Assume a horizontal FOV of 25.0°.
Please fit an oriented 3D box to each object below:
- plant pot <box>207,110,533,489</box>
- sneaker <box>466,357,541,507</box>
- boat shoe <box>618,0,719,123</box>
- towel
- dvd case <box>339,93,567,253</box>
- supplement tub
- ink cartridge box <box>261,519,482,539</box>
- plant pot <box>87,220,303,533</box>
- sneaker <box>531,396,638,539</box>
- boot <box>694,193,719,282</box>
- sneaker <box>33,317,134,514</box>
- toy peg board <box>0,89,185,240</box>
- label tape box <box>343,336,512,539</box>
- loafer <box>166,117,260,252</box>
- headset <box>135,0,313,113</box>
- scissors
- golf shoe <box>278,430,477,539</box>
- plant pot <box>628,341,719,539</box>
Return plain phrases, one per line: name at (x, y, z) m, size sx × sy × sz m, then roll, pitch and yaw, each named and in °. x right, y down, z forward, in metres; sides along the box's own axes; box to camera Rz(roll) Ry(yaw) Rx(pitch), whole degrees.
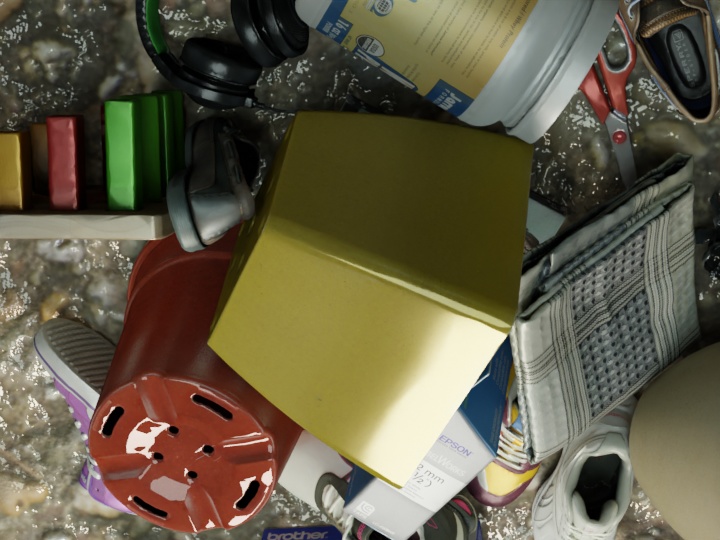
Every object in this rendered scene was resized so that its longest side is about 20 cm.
plant pot at (0.000, 0.000, 1.179) m, size 0.175 × 0.201 × 0.201 m, roll 22°, pitch 132°, yaw -10°
sneaker at (0.130, 0.125, 1.338) m, size 0.074 × 0.090 × 0.201 m, roll 16°, pitch 117°, yaw -1°
boat shoe at (0.221, -0.199, 1.177) m, size 0.072 × 0.073 × 0.201 m, roll -26°, pitch 110°, yaw 19°
towel at (0.191, 0.032, 1.231) m, size 0.192 × 0.034 × 0.201 m, roll -32°, pitch 134°, yaw -21°
dvd case at (0.046, -0.035, 1.310) m, size 0.199 × 0.022 × 0.147 m, roll 28°, pitch 116°, yaw -5°
supplement tub at (0.069, -0.194, 1.157) m, size 0.199 × 0.145 × 0.145 m, roll 31°, pitch 116°, yaw -6°
ink cartridge box at (0.007, 0.266, 1.421) m, size 0.198 × 0.094 × 0.045 m, roll -4°, pitch 116°, yaw 10°
plant pot at (-0.116, 0.089, 1.283) m, size 0.199 × 0.196 × 0.202 m, roll 5°, pitch 123°, yaw 8°
sneaker at (0.186, 0.202, 1.362) m, size 0.077 × 0.100 × 0.202 m, roll 8°, pitch 117°, yaw 4°
boot at (0.366, -0.040, 1.236) m, size 0.197 × 0.073 × 0.164 m, roll 19°, pitch 115°, yaw 6°
sneaker at (-0.229, 0.139, 1.406) m, size 0.114 × 0.073 × 0.201 m, roll -37°, pitch 106°, yaw 25°
toy peg board at (-0.224, -0.085, 1.237) m, size 0.197 × 0.200 × 0.099 m, roll 1°, pitch 99°, yaw 8°
label tape box at (0.073, 0.102, 1.281) m, size 0.066 × 0.144 × 0.200 m, roll 33°, pitch 129°, yaw -14°
loafer at (-0.098, -0.068, 1.215) m, size 0.062 × 0.200 × 0.072 m, roll -15°, pitch 111°, yaw 9°
headset at (-0.082, -0.169, 1.236) m, size 0.123 × 0.094 × 0.200 m, roll -41°, pitch 83°, yaw 22°
scissors at (0.203, -0.117, 1.252) m, size 0.073 × 0.014 × 0.201 m, roll -26°, pitch 108°, yaw 17°
golf shoe at (-0.001, 0.192, 1.375) m, size 0.199 × 0.088 × 0.078 m, roll 21°, pitch 114°, yaw 20°
plant pot at (0.294, 0.139, 1.287) m, size 0.134 × 0.200 × 0.202 m, roll 9°, pitch 123°, yaw 42°
